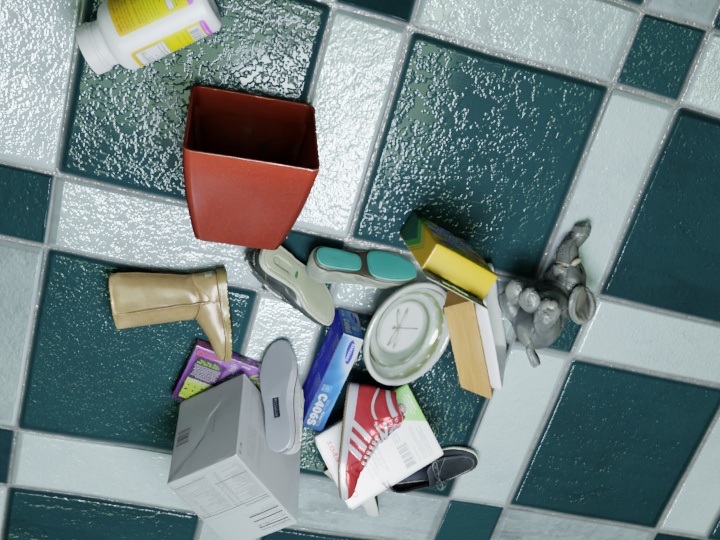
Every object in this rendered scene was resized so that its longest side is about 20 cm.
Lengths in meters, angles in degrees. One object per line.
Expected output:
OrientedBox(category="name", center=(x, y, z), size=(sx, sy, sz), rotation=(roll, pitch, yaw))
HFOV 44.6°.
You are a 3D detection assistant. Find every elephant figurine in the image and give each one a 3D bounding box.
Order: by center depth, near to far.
OrientedBox(category="elephant figurine", center=(0.354, 0.040, 1.557), size=(0.198, 0.142, 0.156), rotation=(-30, 160, -29))

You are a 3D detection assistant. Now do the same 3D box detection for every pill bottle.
OrientedBox(category="pill bottle", center=(-0.310, -0.362, 1.280), size=(0.197, 0.105, 0.105), rotation=(-23, 117, 4))

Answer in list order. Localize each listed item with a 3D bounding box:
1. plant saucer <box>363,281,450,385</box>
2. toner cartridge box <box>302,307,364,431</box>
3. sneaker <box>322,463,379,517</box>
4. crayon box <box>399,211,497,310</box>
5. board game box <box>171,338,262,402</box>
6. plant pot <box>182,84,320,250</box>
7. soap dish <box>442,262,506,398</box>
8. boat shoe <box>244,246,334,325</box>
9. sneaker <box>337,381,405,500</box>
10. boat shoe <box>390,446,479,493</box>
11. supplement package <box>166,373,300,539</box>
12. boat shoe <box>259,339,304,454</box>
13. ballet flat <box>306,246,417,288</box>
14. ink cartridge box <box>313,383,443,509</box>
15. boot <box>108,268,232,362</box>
OrientedBox(category="plant saucer", center=(0.078, 0.106, 1.570), size=(0.198, 0.050, 0.203), rotation=(-17, 122, -28))
OrientedBox(category="toner cartridge box", center=(-0.055, 0.179, 1.583), size=(0.043, 0.095, 0.202), rotation=(18, 113, -17))
OrientedBox(category="sneaker", center=(-0.023, 0.397, 1.711), size=(0.083, 0.073, 0.203), rotation=(-19, 106, 5))
OrientedBox(category="crayon box", center=(0.147, -0.020, 1.455), size=(0.124, 0.200, 0.052), rotation=(27, 105, -20))
OrientedBox(category="board game box", center=(-0.233, 0.213, 1.611), size=(0.198, 0.032, 0.121), rotation=(24, 114, -19))
OrientedBox(category="plant pot", center=(-0.180, -0.148, 1.363), size=(0.196, 0.201, 0.178), rotation=(8, 126, -12))
OrientedBox(category="soap dish", center=(0.204, 0.100, 1.554), size=(0.080, 0.158, 0.203), rotation=(-6, 118, 17))
OrientedBox(category="boat shoe", center=(-0.119, 0.027, 1.528), size=(0.067, 0.073, 0.200), rotation=(-15, 132, 41))
OrientedBox(category="sneaker", center=(0.020, 0.302, 1.536), size=(0.110, 0.071, 0.204), rotation=(6, 77, 0))
OrientedBox(category="boat shoe", center=(0.141, 0.399, 1.737), size=(0.196, 0.062, 0.076), rotation=(-9, 115, -5))
OrientedBox(category="supplement package", center=(-0.218, 0.337, 1.554), size=(0.145, 0.193, 0.201), rotation=(-24, 124, 15))
OrientedBox(category="boat shoe", center=(-0.132, 0.228, 1.570), size=(0.070, 0.203, 0.070), rotation=(-15, 155, 20))
OrientedBox(category="ballet flat", center=(0.000, 0.000, 1.529), size=(0.197, 0.068, 0.064), rotation=(9, 143, -18))
OrientedBox(category="ink cartridge box", center=(0.030, 0.321, 1.616), size=(0.198, 0.084, 0.147), rotation=(-28, 87, -8))
OrientedBox(category="boot", center=(-0.322, 0.081, 1.517), size=(0.196, 0.066, 0.178), rotation=(-5, 103, -7))
